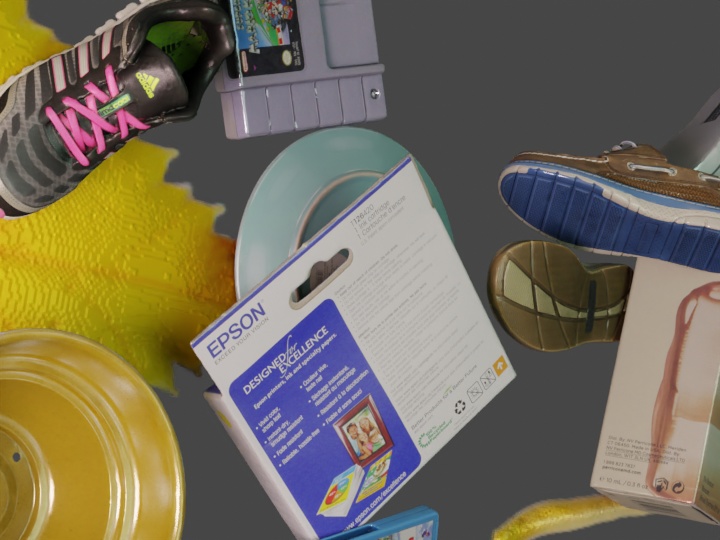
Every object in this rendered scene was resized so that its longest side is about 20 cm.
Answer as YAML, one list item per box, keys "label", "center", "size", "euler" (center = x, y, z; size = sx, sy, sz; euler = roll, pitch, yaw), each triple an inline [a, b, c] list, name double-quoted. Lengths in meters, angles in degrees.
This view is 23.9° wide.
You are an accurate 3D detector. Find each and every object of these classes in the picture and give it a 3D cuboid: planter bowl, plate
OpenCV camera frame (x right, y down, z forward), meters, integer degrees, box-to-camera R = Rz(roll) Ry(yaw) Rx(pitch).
- label: "planter bowl"
  center: [-0.204, 0.132, 0.968]
  size: [0.200, 0.083, 0.201]
  euler: [0, 90, -39]
- label: "plate"
  center: [0.000, 0.000, 1.178]
  size: [0.200, 0.026, 0.201]
  euler: [0, 90, -40]

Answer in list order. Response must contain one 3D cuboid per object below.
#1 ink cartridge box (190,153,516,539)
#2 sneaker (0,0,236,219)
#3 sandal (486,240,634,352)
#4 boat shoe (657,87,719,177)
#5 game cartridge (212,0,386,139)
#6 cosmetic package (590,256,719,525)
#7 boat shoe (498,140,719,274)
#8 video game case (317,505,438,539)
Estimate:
- label: "ink cartridge box"
  center: [-0.006, 0.056, 1.129]
  size: [0.198, 0.047, 0.200]
  euler: [-41, 121, -21]
- label: "sneaker"
  center: [-0.148, -0.105, 1.016]
  size: [0.200, 0.087, 0.074]
  euler: [-45, 116, -31]
- label: "sandal"
  center: [0.146, 0.020, 1.287]
  size: [0.200, 0.054, 0.081]
  euler: [6, 91, -54]
- label: "boat shoe"
  center: [0.295, -0.092, 1.393]
  size: [0.200, 0.073, 0.065]
  euler: [-42, 110, -31]
- label: "game cartridge"
  center: [-0.048, -0.193, 1.138]
  size: [0.129, 0.038, 0.201]
  euler: [-13, 97, -43]
- label: "cosmetic package"
  center: [0.251, 0.087, 1.326]
  size: [0.103, 0.087, 0.201]
  euler: [32, 68, -60]
- label: "boat shoe"
  center: [0.203, -0.055, 1.284]
  size: [0.199, 0.072, 0.073]
  euler: [17, 51, -1]
- label: "video game case"
  center: [-0.031, 0.245, 1.128]
  size: [0.199, 0.018, 0.144]
  euler: [-11, 113, -39]
